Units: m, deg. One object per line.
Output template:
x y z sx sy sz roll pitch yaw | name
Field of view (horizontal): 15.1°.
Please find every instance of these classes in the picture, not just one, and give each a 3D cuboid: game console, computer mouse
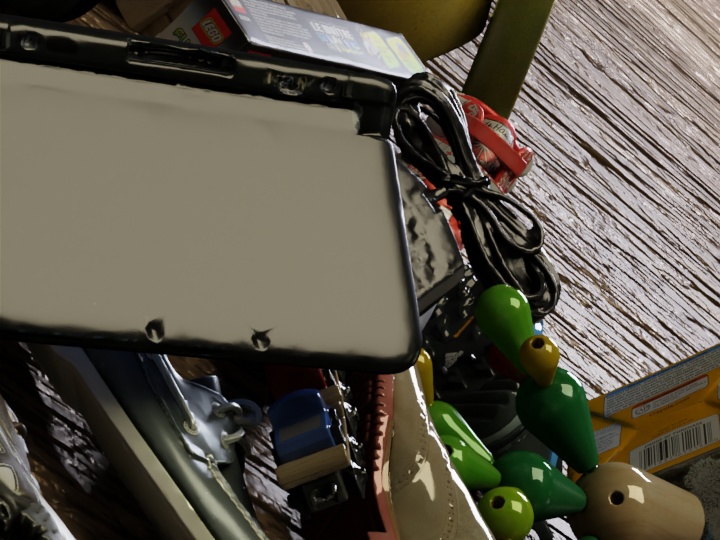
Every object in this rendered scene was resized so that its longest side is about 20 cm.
-0.091 -0.036 1.092 0.199 0.117 0.176 7 5 -30 | game console
0.000 0.000 1.307 0.200 0.053 0.139 -32 92 -42 | computer mouse

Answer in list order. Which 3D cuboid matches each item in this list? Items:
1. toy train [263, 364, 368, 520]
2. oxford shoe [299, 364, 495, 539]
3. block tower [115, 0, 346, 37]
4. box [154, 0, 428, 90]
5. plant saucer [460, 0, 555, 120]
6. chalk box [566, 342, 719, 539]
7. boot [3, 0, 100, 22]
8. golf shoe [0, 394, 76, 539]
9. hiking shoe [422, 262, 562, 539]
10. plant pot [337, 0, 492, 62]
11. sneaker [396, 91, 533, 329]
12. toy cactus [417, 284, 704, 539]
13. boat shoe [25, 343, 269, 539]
-0.022 0.050 1.131 0.200 0.034 0.046 -102 172 -72 | toy train
0.020 0.110 1.176 0.074 0.071 0.201 20 43 -21 | oxford shoe
-0.057 -0.121 1.353 0.054 0.058 0.200 63 16 17 | block tower
-0.053 -0.079 1.314 0.035 0.110 0.200 56 21 17 | box
0.080 -0.117 1.577 0.031 0.201 0.200 22 22 0 | plant saucer
0.204 0.154 1.405 0.201 0.124 0.124 61 16 -19 | chalk box
-0.122 -0.166 1.388 0.162 0.073 0.199 40 24 -43 | boot
-0.131 0.079 0.920 0.200 0.078 0.094 54 20 7 | golf shoe
0.069 0.060 1.416 0.200 0.074 0.087 -81 148 -62 | hiking shoe
0.004 -0.191 1.562 0.200 0.199 0.143 -56 130 -69 | plant pot
0.033 -0.029 1.404 0.067 0.108 0.202 40 21 -7 | sneaker
0.087 0.113 1.270 0.164 0.102 0.201 15 54 -35 | toy cactus
-0.071 0.058 1.071 0.200 0.062 0.073 53 -16 14 | boat shoe
